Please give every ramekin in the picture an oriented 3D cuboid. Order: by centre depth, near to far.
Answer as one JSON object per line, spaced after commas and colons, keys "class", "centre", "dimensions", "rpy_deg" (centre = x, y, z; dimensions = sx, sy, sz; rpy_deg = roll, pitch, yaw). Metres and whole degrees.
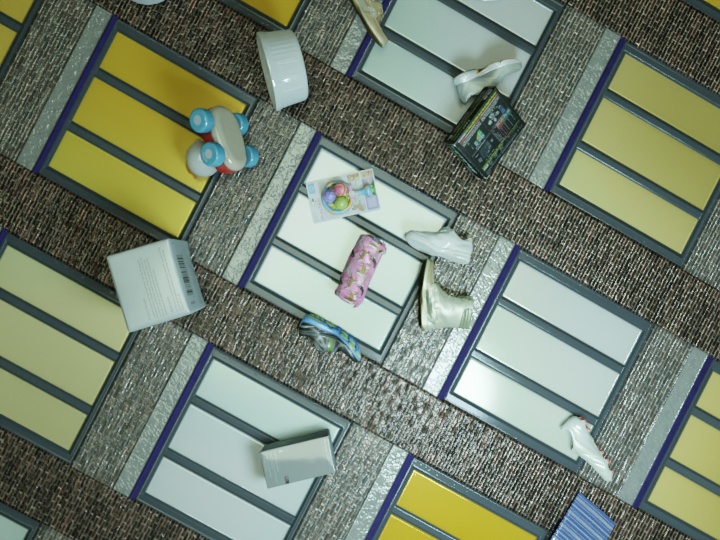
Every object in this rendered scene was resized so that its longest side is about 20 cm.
{"class": "ramekin", "centre": [-0.207, -0.540, 1.530], "dimensions": [0.096, 0.200, 0.205], "rpy_deg": [-15, 91, -9]}

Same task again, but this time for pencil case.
{"class": "pencil case", "centre": [0.000, 0.000, 1.598], "dimensions": [0.082, 0.086, 0.203], "rpy_deg": [25, 90, -33]}

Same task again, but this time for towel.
{"class": "towel", "centre": [0.629, 0.767, 1.641], "dimensions": [0.144, 0.024, 0.201], "rpy_deg": [39, 77, -1]}

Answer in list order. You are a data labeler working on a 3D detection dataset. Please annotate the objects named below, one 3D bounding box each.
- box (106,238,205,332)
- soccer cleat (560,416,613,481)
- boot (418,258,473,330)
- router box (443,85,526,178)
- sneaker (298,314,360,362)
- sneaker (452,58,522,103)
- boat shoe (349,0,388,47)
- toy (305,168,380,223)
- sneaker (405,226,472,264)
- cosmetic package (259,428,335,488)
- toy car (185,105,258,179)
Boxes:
{"class": "box", "centre": [-0.536, 0.035, 1.521], "dimensions": [0.168, 0.200, 0.203], "rpy_deg": [-17, 92, -4]}
{"class": "soccer cleat", "centre": [0.647, 0.516, 1.635], "dimensions": [0.077, 0.069, 0.203], "rpy_deg": [-29, 84, 4]}
{"class": "boot", "centre": [0.241, 0.068, 1.611], "dimensions": [0.151, 0.072, 0.205], "rpy_deg": [0, 96, -1]}
{"class": "router box", "centre": [0.345, -0.381, 1.586], "dimensions": [0.149, 0.062, 0.201], "rpy_deg": [38, 88, -28]}
{"class": "sneaker", "centre": [-0.085, 0.199, 1.609], "dimensions": [0.197, 0.071, 0.084], "rpy_deg": [30, 104, -1]}
{"class": "sneaker", "centre": [0.364, -0.531, 1.614], "dimensions": [0.196, 0.076, 0.094], "rpy_deg": [-17, 99, 6]}
{"class": "boat shoe", "centre": [0.030, -0.724, 1.593], "dimensions": [0.068, 0.074, 0.202], "rpy_deg": [-31, 91, 5]}
{"class": "toy", "centre": [-0.049, -0.213, 1.609], "dimensions": [0.196, 0.047, 0.118], "rpy_deg": [-12, 89, -2]}
{"class": "sneaker", "centre": [0.224, -0.089, 1.617], "dimensions": [0.196, 0.075, 0.090], "rpy_deg": [19, 77, -8]}
{"class": "cosmetic package", "centre": [-0.171, 0.524, 1.595], "dimensions": [0.196, 0.090, 0.109], "rpy_deg": [-15, 88, 2]}
{"class": "toy car", "centre": [-0.419, -0.333, 1.560], "dimensions": [0.197, 0.184, 0.180], "rpy_deg": [-18, 91, 27]}
